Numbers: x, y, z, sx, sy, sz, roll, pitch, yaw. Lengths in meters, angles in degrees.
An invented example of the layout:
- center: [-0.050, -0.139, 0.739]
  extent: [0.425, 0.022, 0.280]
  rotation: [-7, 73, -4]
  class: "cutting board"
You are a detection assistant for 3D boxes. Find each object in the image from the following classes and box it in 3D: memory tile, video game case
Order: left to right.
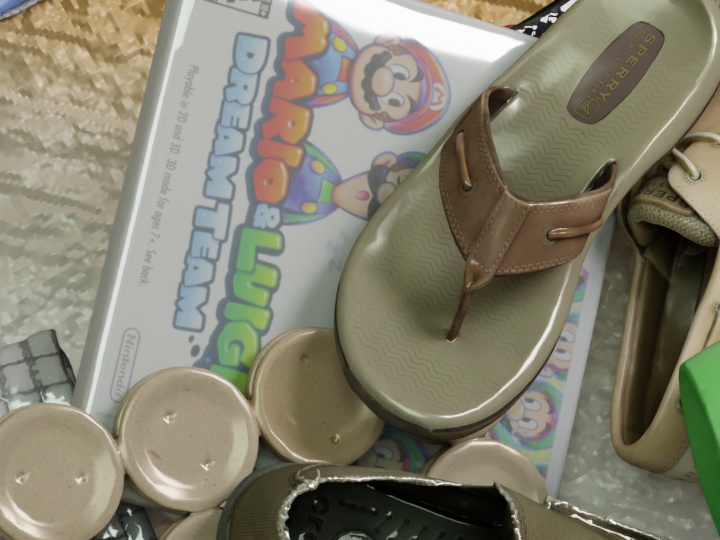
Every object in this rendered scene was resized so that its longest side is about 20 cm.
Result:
- center: [-0.026, 0.100, 0.992]
  extent: [0.199, 0.017, 0.154]
  rotation: [-14, 87, -20]
  class: "memory tile"
- center: [0.000, 0.000, 1.034]
  extent: [0.182, 0.024, 0.201]
  rotation: [16, 81, -18]
  class: "video game case"

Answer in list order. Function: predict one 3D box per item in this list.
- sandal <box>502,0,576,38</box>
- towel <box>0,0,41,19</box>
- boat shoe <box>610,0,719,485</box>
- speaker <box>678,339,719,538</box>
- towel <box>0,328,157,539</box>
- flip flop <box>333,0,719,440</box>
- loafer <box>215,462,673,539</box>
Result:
- center: [0.058, -0.063, 1.097]
  extent: [0.200, 0.045, 0.075]
  rotation: [-27, 94, -18]
  class: "sandal"
- center: [-0.132, -0.214, 1.171]
  extent: [0.145, 0.024, 0.200]
  rotation: [-28, 72, -3]
  class: "towel"
- center: [0.131, -0.023, 1.048]
  extent: [0.064, 0.071, 0.201]
  rotation: [14, 74, -28]
  class: "boat shoe"
- center: [0.213, 0.040, 0.980]
  extent: [0.199, 0.088, 0.089]
  rotation: [-15, 72, -2]
  class: "speaker"
- center: [-0.143, 0.143, 1.027]
  extent: [0.165, 0.086, 0.200]
  rotation: [-21, 77, -10]
  class: "towel"
- center: [0.060, -0.031, 1.001]
  extent: [0.081, 0.058, 0.200]
  rotation: [36, 74, 13]
  class: "flip flop"
- center: [0.050, 0.111, 0.954]
  extent: [0.199, 0.070, 0.075]
  rotation: [13, 78, -4]
  class: "loafer"
